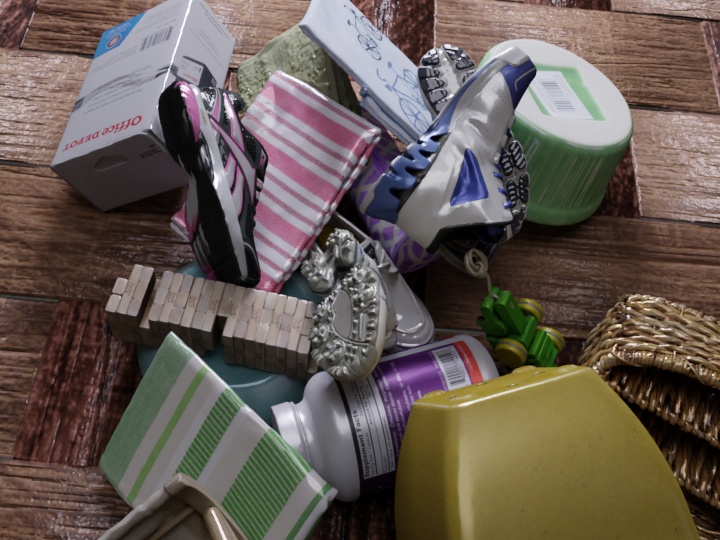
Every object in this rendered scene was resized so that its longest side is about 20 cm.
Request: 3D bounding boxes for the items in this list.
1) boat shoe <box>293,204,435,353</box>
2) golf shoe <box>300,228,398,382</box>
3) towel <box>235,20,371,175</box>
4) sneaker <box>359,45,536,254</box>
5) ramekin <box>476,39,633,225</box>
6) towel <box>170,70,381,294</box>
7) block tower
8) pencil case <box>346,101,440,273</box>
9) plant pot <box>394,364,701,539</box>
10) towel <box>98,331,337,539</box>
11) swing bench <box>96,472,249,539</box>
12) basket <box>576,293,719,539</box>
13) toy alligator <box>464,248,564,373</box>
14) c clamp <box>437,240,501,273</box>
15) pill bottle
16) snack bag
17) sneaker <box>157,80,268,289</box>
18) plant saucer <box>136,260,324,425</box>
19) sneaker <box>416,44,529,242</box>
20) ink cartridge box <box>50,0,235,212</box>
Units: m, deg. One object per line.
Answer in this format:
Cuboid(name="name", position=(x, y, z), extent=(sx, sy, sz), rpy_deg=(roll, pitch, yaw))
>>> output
Cuboid(name="boat shoe", position=(0.000, 0.000, 0.891), extent=(0.071, 0.070, 0.200), rpy_deg=(-36, 73, -27))
Cuboid(name="golf shoe", position=(0.007, 0.041, 0.768), extent=(0.078, 0.097, 0.201), rpy_deg=(-40, 24, 16))
Cuboid(name="towel", position=(-0.067, -0.166, 0.958), extent=(0.036, 0.147, 0.204), rpy_deg=(11, 56, -52))
Cuboid(name="sneaker", position=(0.101, -0.089, 0.794), extent=(0.115, 0.081, 0.200), rpy_deg=(42, 77, 0))
Cuboid(name="ramekin", position=(0.195, -0.156, 0.964), extent=(0.196, 0.099, 0.203), rpy_deg=(12, 47, -13))
Cuboid(name="towel", position=(-0.085, -0.091, 0.886), extent=(0.145, 0.030, 0.202), rpy_deg=(32, 86, 25))
Cuboid(name="block tower", position=(-0.129, 0.047, 0.823), extent=(0.195, 0.058, 0.055), rpy_deg=(12, 58, 2))
Cuboid(name="pencil case", position=(0.023, -0.095, 0.951), extent=(0.083, 0.086, 0.202), rpy_deg=(-23, 62, -19))
Cuboid(name="plant pot", position=(0.125, 0.182, 0.672), extent=(0.190, 0.195, 0.205), rpy_deg=(-13, 87, -12))
Cuboid(name="towel", position=(-0.126, 0.175, 0.751), extent=(0.199, 0.023, 0.154), rpy_deg=(39, 107, 20))
Cuboid(name="swing bench", position=(-0.146, 0.294, 0.638), extent=(0.197, 0.130, 0.201), rpy_deg=(-36, 61, -5))
Cuboid(name="basket", position=(0.279, 0.137, 0.777), extent=(0.197, 0.144, 0.150), rpy_deg=(30, 60, 7))
Cuboid(name="toy alligator", position=(0.136, 0.054, 0.840), extent=(0.054, 0.201, 0.060), rpy_deg=(-8, 41, 47))
Cuboid(name="c clamp", position=(0.075, -0.074, 0.890), extent=(0.171, 0.027, 0.201), rpy_deg=(44, 26, -6))
Cuboid(name="pill bottle", position=(0.024, 0.133, 0.788), extent=(0.196, 0.113, 0.114), rpy_deg=(-14, 59, -12))
Cuboid(name="snack bag", position=(0.014, -0.212, 0.933), extent=(0.199, 0.021, 0.190), rpy_deg=(41, 27, -19))
Cuboid(name="sneaker", position=(-0.119, -0.084, 0.841), extent=(0.085, 0.080, 0.205), rpy_deg=(-13, 89, -36))
Cuboid(name="plant saucer", position=(-0.121, 0.056, 0.873), extent=(0.195, 0.036, 0.204), rpy_deg=(2, 57, -3))
Cuboid(name="sneaker", position=(0.113, -0.122, 0.877), extent=(0.076, 0.080, 0.204), rpy_deg=(-17, 78, 3))
Cuboid(name="ink cartridge box", position=(-0.227, -0.179, 0.951), extent=(0.143, 0.084, 0.204), rpy_deg=(-13, 51, 29))
